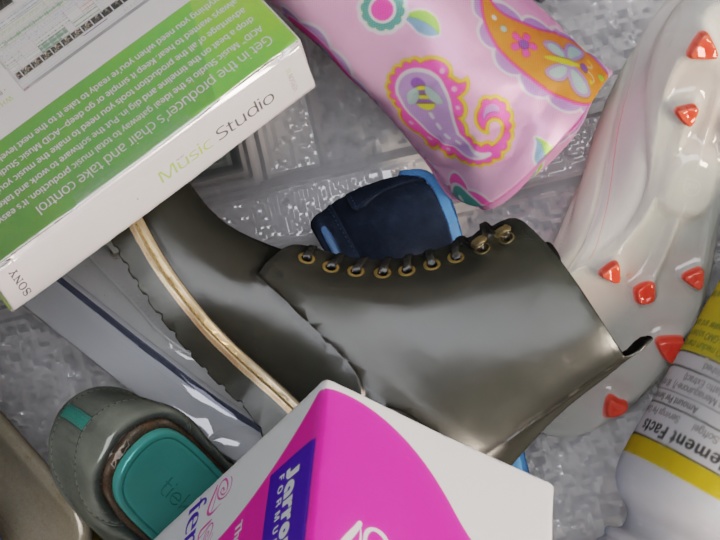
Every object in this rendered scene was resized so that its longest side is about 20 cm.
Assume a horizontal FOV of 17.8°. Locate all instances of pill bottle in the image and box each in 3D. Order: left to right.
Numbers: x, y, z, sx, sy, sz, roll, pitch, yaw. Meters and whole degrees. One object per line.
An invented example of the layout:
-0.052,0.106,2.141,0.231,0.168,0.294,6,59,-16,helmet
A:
0.172,0.066,0.912,0.114,0.114,0.200,30,88,7,pill bottle

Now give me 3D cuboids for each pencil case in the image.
0.007,-0.115,0.921,0.200,0.087,0.087,43,89,-5,pencil case

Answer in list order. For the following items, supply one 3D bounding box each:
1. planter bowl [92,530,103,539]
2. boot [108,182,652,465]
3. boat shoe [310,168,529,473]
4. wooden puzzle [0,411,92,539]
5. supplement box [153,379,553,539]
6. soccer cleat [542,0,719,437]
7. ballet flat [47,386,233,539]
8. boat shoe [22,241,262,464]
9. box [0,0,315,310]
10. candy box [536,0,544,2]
-0.137,0.192,0.938,0.200,0.083,0.201,0,83,4,planter bowl
0.000,0.000,0.884,0.138,0.077,0.200,-40,91,3,boot
0.028,0.060,0.949,0.069,0.084,0.200,-16,67,2,boat shoe
-0.237,0.099,0.916,0.200,0.046,0.185,-35,59,-19,wooden puzzle
-0.028,0.143,0.818,0.103,0.200,0.101,28,43,-22,supplement box
0.117,-0.025,0.954,0.069,0.078,0.200,19,106,-13,soccer cleat
-0.054,0.115,0.928,0.067,0.064,0.200,-49,126,-15,ballet flat
-0.070,0.027,0.959,0.200,0.072,0.066,36,86,12,boat shoe
-0.131,-0.098,0.883,0.144,0.036,0.200,-37,60,-8,box
0.047,-0.242,0.973,0.200,0.072,0.168,36,88,7,candy box
